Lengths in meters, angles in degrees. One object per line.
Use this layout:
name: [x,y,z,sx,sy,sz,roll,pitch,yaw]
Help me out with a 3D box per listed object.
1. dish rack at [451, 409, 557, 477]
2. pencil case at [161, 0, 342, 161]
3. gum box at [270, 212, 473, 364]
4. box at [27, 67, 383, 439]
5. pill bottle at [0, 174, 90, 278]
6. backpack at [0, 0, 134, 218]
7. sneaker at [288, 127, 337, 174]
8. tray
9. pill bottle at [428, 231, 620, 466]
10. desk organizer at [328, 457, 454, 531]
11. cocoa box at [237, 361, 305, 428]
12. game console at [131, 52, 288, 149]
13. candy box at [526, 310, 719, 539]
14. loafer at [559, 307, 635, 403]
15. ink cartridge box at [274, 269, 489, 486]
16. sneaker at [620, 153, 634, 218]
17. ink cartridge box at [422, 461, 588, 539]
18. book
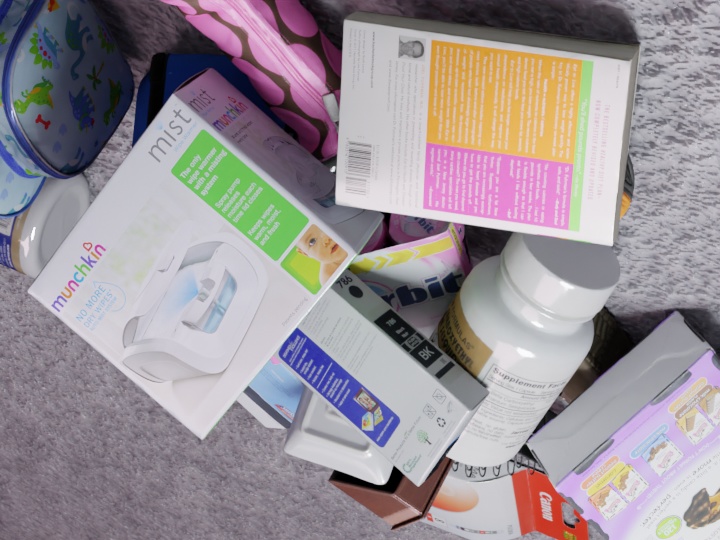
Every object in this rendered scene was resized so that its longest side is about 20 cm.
dish rack: [0.112,0.164,1.600,0.198,0.055,0.153,-7,156,33]
pencil case: [-0.066,-0.169,1.212,0.090,0.094,0.200,-35,122,19]
gum box: [0.000,0.000,1.381,0.198,0.067,0.114,-15,141,9]
box: [-0.114,-0.014,1.231,0.176,0.097,0.200,40,113,-3]
pill bottle: [-0.380,-0.079,1.656,0.198,0.116,0.116,23,153,14]
backpack: [-0.293,-0.147,1.352,0.146,0.201,0.184,11,148,31]
sneaker: [-0.056,-0.080,1.394,0.090,0.067,0.199,40,156,-28]
tray: [0.007,0.077,1.454,0.106,0.202,0.022,15,169,24]
pill bottle: [0.122,0.053,1.329,0.114,0.115,0.201,29,127,-1]
desk organizer: [0.057,0.124,1.485,0.077,0.201,0.072,35,154,-9]
cocoa box: [-0.081,0.041,1.547,0.130,0.134,0.200,-4,139,48]
game console: [-0.132,-0.068,1.365,0.168,0.203,0.118,3,175,14]
candy box: [0.264,0.163,1.378,0.200,0.167,0.072,45,-173,-30]
loafer: [0.214,0.099,1.436,0.068,0.076,0.201,-4,129,50]
ink cartridge box: [0.001,0.071,1.322,0.200,0.039,0.100,41,130,10]
sneaker: [0.108,-0.097,1.202,0.199,0.076,0.092,36,162,3]
ink cartridge box: [0.148,0.257,1.801,0.198,0.050,0.163,22,153,22]
book: [0.082,-0.096,1.125,0.197,0.048,0.135,10,112,15]
